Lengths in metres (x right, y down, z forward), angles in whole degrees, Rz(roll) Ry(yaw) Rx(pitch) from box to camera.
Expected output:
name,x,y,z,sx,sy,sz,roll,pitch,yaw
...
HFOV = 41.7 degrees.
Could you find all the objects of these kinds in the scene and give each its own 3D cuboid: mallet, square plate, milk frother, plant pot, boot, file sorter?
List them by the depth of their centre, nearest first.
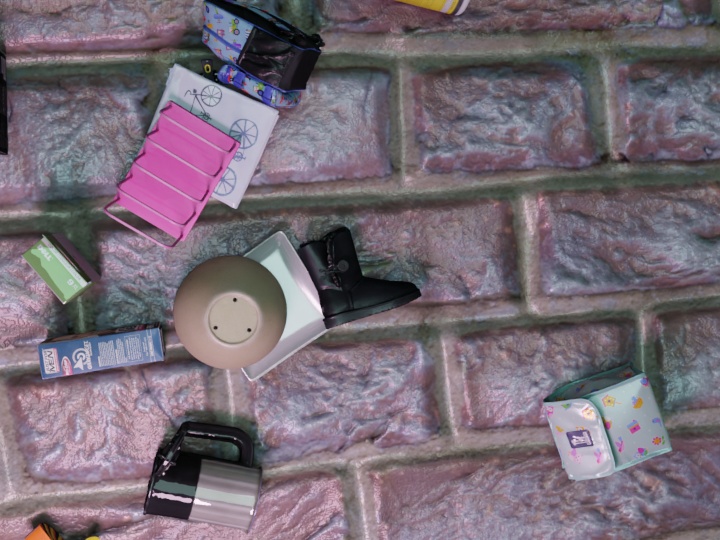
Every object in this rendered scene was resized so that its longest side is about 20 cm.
name,x,y,z,sx,sy,sz,roll,pitch,yaw
file sorter,-0.313,-0.155,1.558,0.139,0.125,0.200,31,102,-7
plant pot,-0.217,0.076,1.604,0.200,0.134,0.200,0,92,-11
milk frother,-0.260,0.352,1.607,0.188,0.200,0.181,13,87,-11
mallet,-0.244,-0.263,1.635,0.066,0.041,0.200,1,109,-8
square plate,-0.169,0.063,1.694,0.198,0.028,0.200,-34,98,-6
boot,0.000,0.000,1.696,0.200,0.076,0.168,-16,88,-20

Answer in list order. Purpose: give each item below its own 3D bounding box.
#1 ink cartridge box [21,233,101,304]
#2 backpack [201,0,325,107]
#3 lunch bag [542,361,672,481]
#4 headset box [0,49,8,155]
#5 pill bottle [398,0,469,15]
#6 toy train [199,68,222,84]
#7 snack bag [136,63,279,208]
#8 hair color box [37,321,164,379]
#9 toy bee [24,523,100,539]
name,x,y,z,sx,sy,sz,roll,pitch,yaw
ink cartridge box,-0.490,-0.004,1.545,0.059,0.200,0.104,-40,98,-6
backpack,-0.183,-0.376,1.599,0.200,0.183,0.135,27,105,3
lunch bag,0.455,0.286,1.772,0.200,0.122,0.170,-21,99,0
headset box,-0.691,-0.279,1.551,0.200,0.093,0.174,0,92,-10
pill bottle,0.098,-0.528,1.671,0.200,0.112,0.112,11,91,-11
toy train,-0.306,-0.265,1.650,0.046,0.034,0.200,30,87,-8
snack bag,-0.265,-0.228,1.616,0.200,0.021,0.189,24,103,-6
hair color box,-0.438,0.134,1.613,0.200,0.100,0.061,-9,94,-10
toy bee,-0.500,0.531,1.632,0.131,0.109,0.200,-21,71,0
